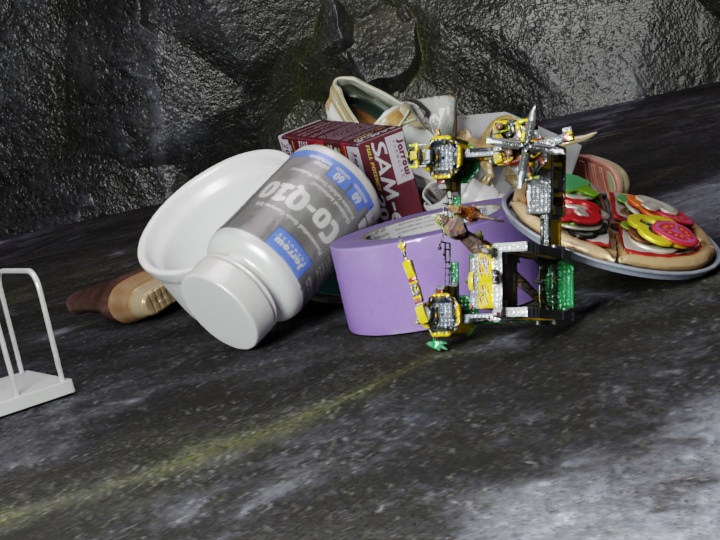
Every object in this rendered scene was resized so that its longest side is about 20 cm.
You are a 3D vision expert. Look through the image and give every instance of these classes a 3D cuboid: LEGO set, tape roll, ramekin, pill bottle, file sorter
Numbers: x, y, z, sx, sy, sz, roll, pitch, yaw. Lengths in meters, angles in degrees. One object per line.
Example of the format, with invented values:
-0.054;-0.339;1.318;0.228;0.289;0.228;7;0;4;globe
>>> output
0.094;-0.032;1.227;0.153;0.201;0.116;7;0;29;LEGO set
0.076;-0.006;1.449;0.199;0.085;0.200;-14;8;2;tape roll
-0.134;-0.032;1.681;0.200;0.098;0.201;-24;33;16;ramekin
-0.079;-0.022;1.514;0.114;0.114;0.200;-4;37;49;pill bottle
-0.402;0.084;1.464;0.199;0.125;0.139;-18;9;-29;file sorter

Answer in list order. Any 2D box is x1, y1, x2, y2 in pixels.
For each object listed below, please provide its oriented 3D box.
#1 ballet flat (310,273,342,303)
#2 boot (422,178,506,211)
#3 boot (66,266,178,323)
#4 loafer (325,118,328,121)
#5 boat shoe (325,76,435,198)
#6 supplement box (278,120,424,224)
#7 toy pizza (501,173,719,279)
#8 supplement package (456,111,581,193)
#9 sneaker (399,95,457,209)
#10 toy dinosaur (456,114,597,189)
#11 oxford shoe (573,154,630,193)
0.000;0.000;1.641;0.199;0.069;0.071;-13;-11;-26;ballet flat
0.109;-0.066;1.629;0.074;0.095;0.200;-61;8;-11;boot
-0.248;0.008;1.907;0.200;0.073;0.166;-26;17;-39;boot
-0.004;-0.124;1.801;0.069;0.075;0.200;-24;33;-5;loafer
0.034;-0.147;1.699;0.200;0.069;0.075;33;59;30;boat shoe
-0.011;-0.102;1.676;0.061;0.109;0.200;-23;16;-24;supplement box
0.224;-0.046;1.357;0.199;0.032;0.200;11;21;-4;toy pizza
0.164;-0.120;1.870;0.113;0.110;0.200;21;-3;-18;supplement package
0.067;-0.131;1.804;0.087;0.076;0.200;1;39;6;sneaker
0.158;-0.126;1.699;0.058;0.101;0.200;27;-15;-41;toy dinosaur
0.297;-0.115;1.900;0.074;0.071;0.200;-12;8;-12;oxford shoe
